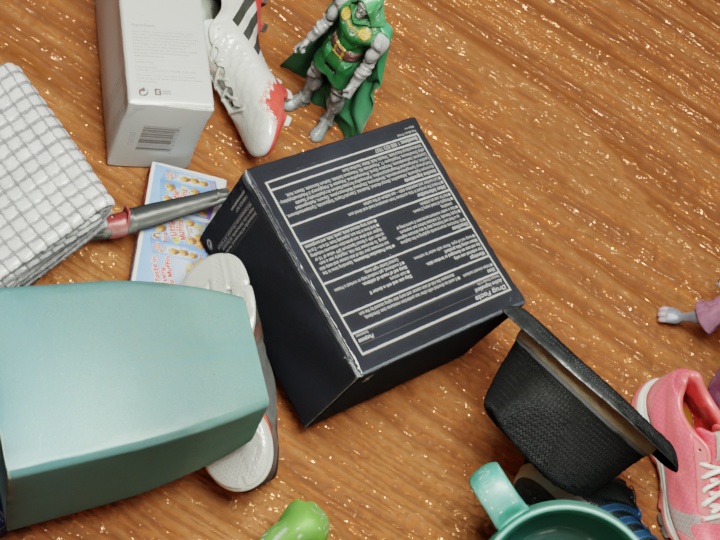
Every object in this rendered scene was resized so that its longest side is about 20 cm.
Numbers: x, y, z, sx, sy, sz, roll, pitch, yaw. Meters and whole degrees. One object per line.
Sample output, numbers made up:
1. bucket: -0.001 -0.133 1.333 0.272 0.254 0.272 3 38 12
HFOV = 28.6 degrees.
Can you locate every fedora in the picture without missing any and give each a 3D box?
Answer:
1. fedora: 0.170 0.123 1.179 0.200 0.201 0.092 42 92 3

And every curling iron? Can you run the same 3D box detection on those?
1. curling iron: -0.209 -0.050 1.221 0.198 0.026 0.050 -11 68 -11

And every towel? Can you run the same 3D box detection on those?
1. towel: -0.319 -0.052 1.152 0.199 0.086 0.166 -37 79 -14

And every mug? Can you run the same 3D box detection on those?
1. mug: 0.167 0.250 1.161 0.150 0.114 0.187 -2 84 5

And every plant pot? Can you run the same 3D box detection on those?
1. plant pot: -0.178 0.092 1.064 0.198 0.142 0.143 -8 67 -18

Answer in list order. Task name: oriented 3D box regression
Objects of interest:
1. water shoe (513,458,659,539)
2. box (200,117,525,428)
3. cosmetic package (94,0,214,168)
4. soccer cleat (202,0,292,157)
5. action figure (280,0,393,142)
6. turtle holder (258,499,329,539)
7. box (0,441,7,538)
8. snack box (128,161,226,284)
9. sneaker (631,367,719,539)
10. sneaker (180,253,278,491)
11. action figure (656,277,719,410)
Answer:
1. water shoe: 0.230 0.223 1.248 0.200 0.072 0.079 40 55 1
2. box: 0.000 0.000 1.234 0.199 0.123 0.200 -20 73 -36
3. cosmetic package: -0.191 -0.206 1.283 0.080 0.113 0.202 2 65 -20
4. soccer cleat: -0.120 -0.193 1.323 0.084 0.069 0.202 10 55 -35
5. action figure: -0.018 -0.194 1.290 0.118 0.200 0.055 45 58 7
6. turtle holder: -0.014 0.281 1.101 0.131 0.143 0.185 -14 29 -42
7. box: -0.299 0.146 1.104 0.121 0.032 0.200 47 57 6
8. snack box: -0.164 0.001 1.236 0.071 0.024 0.202 13 60 -14
9. sneaker: 0.310 0.183 1.290 0.073 0.087 0.202 -10 68 -24
10. sneaker: -0.108 0.088 1.187 0.076 0.082 0.202 -11 75 13
11. action figure: 0.373 0.070 1.346 0.132 0.149 0.202 1 77 -14
